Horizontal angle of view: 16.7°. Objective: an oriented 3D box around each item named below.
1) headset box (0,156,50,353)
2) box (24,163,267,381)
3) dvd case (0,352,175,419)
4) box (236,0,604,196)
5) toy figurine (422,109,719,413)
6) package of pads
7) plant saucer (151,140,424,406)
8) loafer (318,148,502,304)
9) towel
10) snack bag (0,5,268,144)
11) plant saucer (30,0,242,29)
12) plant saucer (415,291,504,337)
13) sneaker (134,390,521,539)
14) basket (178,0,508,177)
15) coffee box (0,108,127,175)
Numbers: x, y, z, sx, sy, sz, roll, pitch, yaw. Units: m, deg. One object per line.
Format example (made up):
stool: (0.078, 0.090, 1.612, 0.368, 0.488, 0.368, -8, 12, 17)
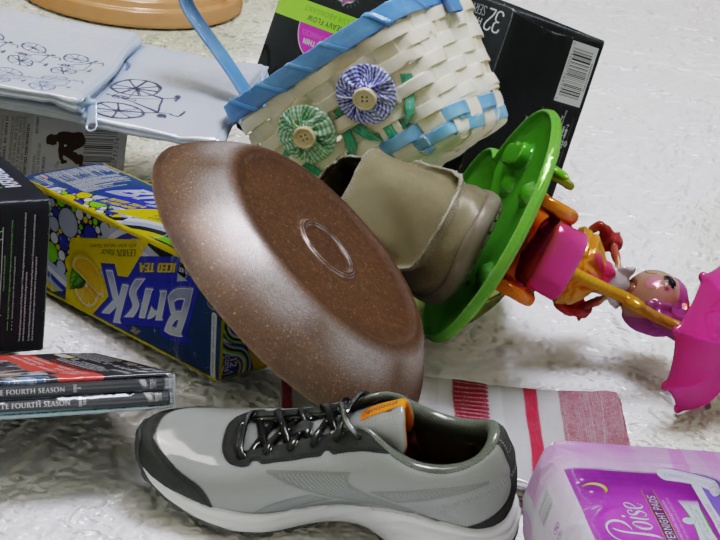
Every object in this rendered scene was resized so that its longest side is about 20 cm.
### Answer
headset box: (-0.300, -0.016, 1.398, 0.199, 0.094, 0.174, -4, 19, -26)
box: (-0.120, -0.002, 1.454, 0.064, 0.071, 0.199, -14, 26, -39)
dvd case: (-0.212, 0.062, 1.277, 0.199, 0.022, 0.146, -1, 3, -24)
box: (0.040, -0.129, 1.709, 0.199, 0.150, 0.124, 23, 7, 36)
toy figurine: (0.146, 0.011, 1.461, 0.183, 0.151, 0.200, 28, 2, -11)
package of pads: (0.152, 0.154, 1.150, 0.120, 0.076, 0.200, 5, 21, -10)
plant saucer: (-0.028, -0.002, 1.333, 0.200, 0.037, 0.201, 41, 21, -20)
loafer: (0.021, -0.029, 1.446, 0.067, 0.076, 0.200, 28, -7, -18)
towel: (0.053, 0.089, 1.361, 0.198, 0.023, 0.144, 6, 20, -3)
snack bag: (-0.167, -0.129, 1.629, 0.198, 0.022, 0.189, 12, 20, 4)
plant saucer: (-0.200, -0.257, 2.147, 0.198, 0.038, 0.200, 6, 20, -2)
plant saucer: (0.000, 0.000, 1.560, 0.198, 0.031, 0.200, 7, 20, -3)
sneaker: (-0.015, 0.090, 1.238, 0.198, 0.080, 0.074, 7, 39, 4)
basket: (-0.008, -0.148, 1.574, 0.201, 0.176, 0.139, 60, 29, 7)
coffee box: (-0.265, -0.091, 1.633, 0.198, 0.080, 0.113, 1, 23, -18)
